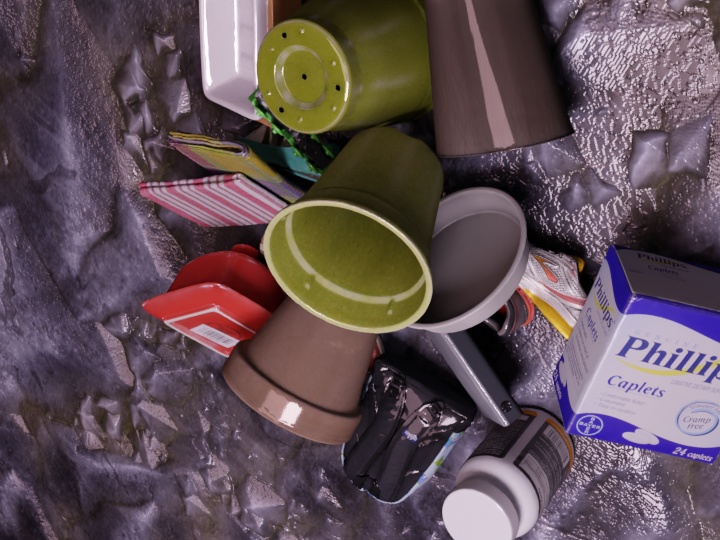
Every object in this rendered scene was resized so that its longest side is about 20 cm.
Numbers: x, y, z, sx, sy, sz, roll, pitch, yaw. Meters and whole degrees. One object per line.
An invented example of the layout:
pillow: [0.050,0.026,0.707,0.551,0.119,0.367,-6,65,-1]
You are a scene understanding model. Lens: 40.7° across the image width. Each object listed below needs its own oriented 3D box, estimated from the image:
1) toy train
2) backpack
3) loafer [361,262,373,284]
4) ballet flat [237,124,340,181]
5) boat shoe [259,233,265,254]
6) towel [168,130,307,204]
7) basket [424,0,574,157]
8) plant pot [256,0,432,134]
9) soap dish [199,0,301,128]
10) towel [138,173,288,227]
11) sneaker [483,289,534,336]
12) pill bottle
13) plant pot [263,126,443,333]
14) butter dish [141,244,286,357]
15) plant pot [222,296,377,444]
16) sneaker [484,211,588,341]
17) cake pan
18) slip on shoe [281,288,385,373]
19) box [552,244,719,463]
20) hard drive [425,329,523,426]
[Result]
toy train: [-0.067,-0.158,1.229,0.042,0.056,0.200,-44,120,2]
backpack: [0.057,0.233,1.373,0.162,0.154,0.201,30,104,13]
loafer: [0.000,0.000,1.255,0.071,0.073,0.201,-52,50,31]
ballet flat: [-0.109,-0.167,1.344,0.199,0.067,0.071,14,94,28]
boat shoe: [-0.052,-0.052,1.357,0.199,0.072,0.077,2,98,25]
towel: [-0.153,-0.135,1.318,0.143,0.200,0.023,13,79,33]
basket: [0.144,-0.241,1.091,0.180,0.135,0.202,5,111,52]
plant pot: [-0.020,-0.249,1.155,0.199,0.193,0.202,14,118,28]
soap dish: [-0.141,-0.303,1.258,0.157,0.081,0.201,30,128,45]
towel: [-0.200,-0.102,1.388,0.199,0.146,0.030,-1,72,33]
sneaker: [0.132,0.008,1.243,0.200,0.082,0.077,38,127,13]
pill bottle: [0.190,0.270,1.251,0.116,0.200,0.117,14,118,28]
plant pot: [0.012,-0.063,1.138,0.199,0.185,0.201,13,138,12]
butter dish: [-0.185,0.030,1.434,0.199,0.149,0.200,-16,142,43]
plant pot: [-0.059,0.104,1.296,0.200,0.200,0.175,31,98,18]
sneaker: [0.230,0.001,1.193,0.082,0.078,0.200,-45,78,11]
cake pan: [0.115,-0.009,1.156,0.199,0.201,0.037,-11,140,36]
slip on shoe: [-0.042,0.073,1.399,0.074,0.061,0.200,-35,98,38]
box: [0.339,0.096,1.088,0.183,0.105,0.201,12,122,-5]
hard drive: [0.130,0.105,1.268,0.033,0.140,0.201,-34,91,-5]
